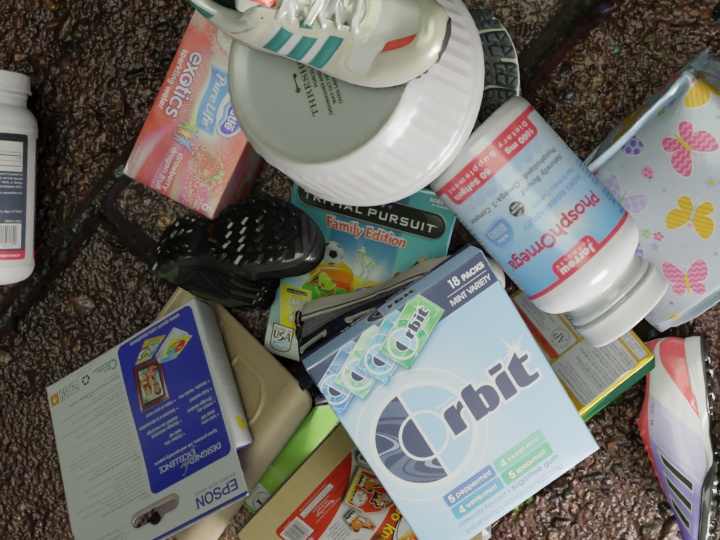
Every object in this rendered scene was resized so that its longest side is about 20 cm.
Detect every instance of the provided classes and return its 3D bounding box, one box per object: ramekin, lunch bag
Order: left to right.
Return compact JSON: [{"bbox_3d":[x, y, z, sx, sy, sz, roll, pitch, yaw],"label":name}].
[{"bbox_3d":[-0.012,-0.153,0.779,0.201,0.094,0.205,-1,87,25],"label":"ramekin"},{"bbox_3d":[0.279,-0.063,0.884,0.170,0.127,0.200,45,124,4],"label":"lunch bag"}]

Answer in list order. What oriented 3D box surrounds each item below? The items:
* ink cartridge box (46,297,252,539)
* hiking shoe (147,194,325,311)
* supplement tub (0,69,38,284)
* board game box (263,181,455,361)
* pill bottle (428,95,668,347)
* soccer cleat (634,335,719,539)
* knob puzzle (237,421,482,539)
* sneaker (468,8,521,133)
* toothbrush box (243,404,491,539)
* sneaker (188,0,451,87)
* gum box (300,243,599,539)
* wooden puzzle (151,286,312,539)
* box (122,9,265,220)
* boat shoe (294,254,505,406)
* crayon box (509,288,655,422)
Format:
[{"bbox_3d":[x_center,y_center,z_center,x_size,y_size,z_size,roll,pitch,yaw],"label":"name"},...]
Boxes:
[{"bbox_3d":[-0.197,0.159,0.944,0.197,0.047,0.201,-29,64,17],"label":"ink cartridge box"},{"bbox_3d":[-0.095,-0.009,0.900,0.199,0.101,0.076,-2,60,41],"label":"hiking shoe"},{"bbox_3d":[-0.386,-0.091,0.975,0.139,0.140,0.202,3,94,8],"label":"supplement tub"},{"bbox_3d":[0.000,0.000,0.942,0.150,0.047,0.202,15,113,7],"label":"board game box"},{"bbox_3d":[0.157,-0.038,0.833,0.109,0.109,0.200,-43,91,9],"label":"pill bottle"},{"bbox_3d":[0.292,0.162,0.932,0.073,0.068,0.202,-4,92,23],"label":"soccer cleat"},{"bbox_3d":[0.022,0.234,0.900,0.217,0.030,0.222,1,105,5],"label":"knob puzzle"},{"bbox_3d":[0.118,-0.137,0.923,0.077,0.086,0.202,-10,101,15],"label":"sneaker"},{"bbox_3d":[0.006,0.222,0.963,0.200,0.086,0.146,43,99,2],"label":"toothbrush box"},{"bbox_3d":[-0.039,-0.177,0.689,0.198,0.093,0.071,19,96,25],"label":"sneaker"},{"bbox_3d":[0.075,0.109,0.827,0.169,0.045,0.201,-33,102,-3],"label":"gum box"},{"bbox_3d":[-0.154,0.138,0.977,0.200,0.046,0.186,39,95,33],"label":"wooden puzzle"},{"bbox_3d":[-0.128,-0.158,0.954,0.102,0.095,0.201,28,97,5],"label":"box"},{"bbox_3d":[0.033,0.058,0.870,0.199,0.075,0.093,-19,46,23],"label":"boat shoe"},{"bbox_3d":[0.151,0.097,0.920,0.199,0.052,0.126,-38,66,2],"label":"crayon box"}]
